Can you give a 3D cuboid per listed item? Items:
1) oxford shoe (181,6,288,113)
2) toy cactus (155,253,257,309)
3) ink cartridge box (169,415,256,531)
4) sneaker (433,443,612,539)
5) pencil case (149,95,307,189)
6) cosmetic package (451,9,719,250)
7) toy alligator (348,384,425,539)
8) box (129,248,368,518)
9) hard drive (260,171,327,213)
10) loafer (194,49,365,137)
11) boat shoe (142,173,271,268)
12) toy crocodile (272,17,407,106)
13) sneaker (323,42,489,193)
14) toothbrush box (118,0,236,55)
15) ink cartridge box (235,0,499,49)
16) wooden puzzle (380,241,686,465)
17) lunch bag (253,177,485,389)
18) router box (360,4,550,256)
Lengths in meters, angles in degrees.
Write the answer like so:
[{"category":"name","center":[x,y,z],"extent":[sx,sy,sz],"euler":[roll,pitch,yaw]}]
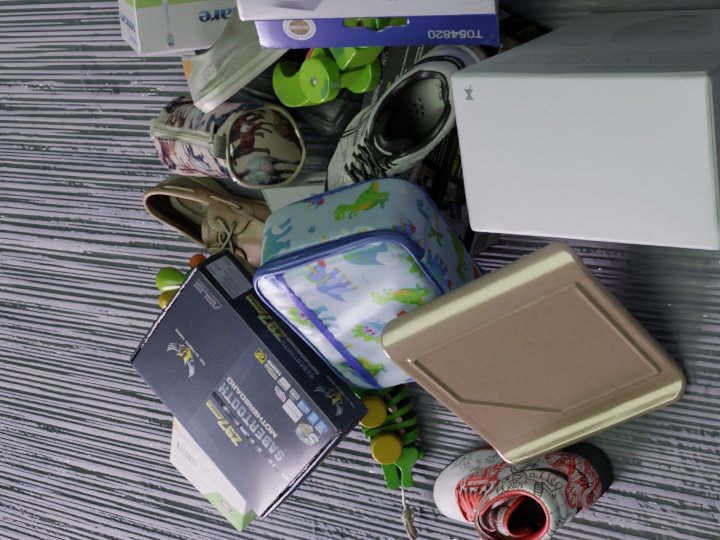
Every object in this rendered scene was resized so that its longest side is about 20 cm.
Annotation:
[{"category":"oxford shoe","center":[-0.073,-0.215,1.270],"extent":[0.058,0.199,0.075],"euler":[52,177,-8]},{"category":"toy cactus","center":[-0.119,0.033,1.436],"extent":[0.199,0.103,0.165],"euler":[29,165,14]},{"category":"ink cartridge box","center":[-0.130,0.163,1.513],"extent":[0.117,0.067,0.201],"euler":[41,147,19]},{"category":"sneaker","center":[0.118,0.206,1.329],"extent":[0.200,0.108,0.068],"euler":[-15,98,43]},{"category":"pencil case","center":[-0.128,-0.121,1.373],"extent":[0.200,0.089,0.079],"euler":[16,90,61]},{"category":"cosmetic package","center":[0.204,-0.106,1.060],"extent":[0.198,0.199,0.124],"euler":[6,112,39]},{"category":"toy alligator","center":[0.036,0.164,1.423],"extent":[0.054,0.059,0.201],"euler":[-22,105,2]},{"category":"box","center":[-0.106,0.105,1.352],"extent":[0.200,0.051,0.158],"euler":[49,132,9]},{"category":"hard drive","center":[0.000,0.000,1.357],"extent":[0.131,0.026,0.201],"euler":[0,125,40]},{"category":"loafer","center":[-0.069,-0.185,1.356],"extent":[0.200,0.068,0.071],"euler":[28,106,31]},{"category":"boat shoe","center":[-0.130,-0.038,1.465],"extent":[0.199,0.064,0.072],"euler":[24,122,31]},{"category":"toy crocodile","center":[-0.003,-0.194,1.222],"extent":[0.200,0.067,0.062],"euler":[-42,74,46]},{"category":"sneaker","center":[0.021,-0.107,1.198],"extent":[0.076,0.088,0.200],"euler":[44,122,6]},{"category":"toothbrush box","center":[-0.142,-0.301,1.296],"extent":[0.086,0.144,0.202],"euler":[-138,41,-63]},{"category":"ink cartridge box","center":[0.001,-0.229,1.080],"extent":[0.197,0.041,0.201],"euler":[0,138,10]},{"category":"wooden puzzle","center":[0.143,0.069,1.215],"extent":[0.184,0.037,0.200],"euler":[-26,128,26]},{"category":"lunch bag","center":[0.013,0.018,1.245],"extent":[0.159,0.083,0.200],"euler":[-13,139,25]},{"category":"router box","center":[0.074,-0.135,1.260],"extent":[0.149,0.051,0.201],"euler":[34,127,27]}]
